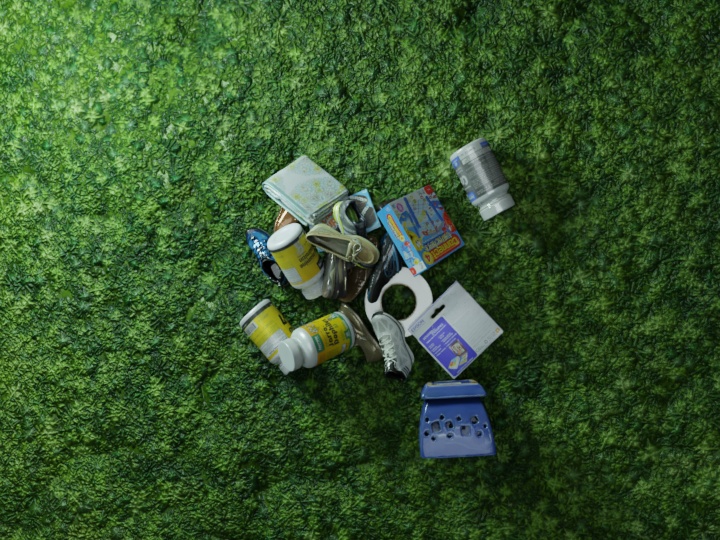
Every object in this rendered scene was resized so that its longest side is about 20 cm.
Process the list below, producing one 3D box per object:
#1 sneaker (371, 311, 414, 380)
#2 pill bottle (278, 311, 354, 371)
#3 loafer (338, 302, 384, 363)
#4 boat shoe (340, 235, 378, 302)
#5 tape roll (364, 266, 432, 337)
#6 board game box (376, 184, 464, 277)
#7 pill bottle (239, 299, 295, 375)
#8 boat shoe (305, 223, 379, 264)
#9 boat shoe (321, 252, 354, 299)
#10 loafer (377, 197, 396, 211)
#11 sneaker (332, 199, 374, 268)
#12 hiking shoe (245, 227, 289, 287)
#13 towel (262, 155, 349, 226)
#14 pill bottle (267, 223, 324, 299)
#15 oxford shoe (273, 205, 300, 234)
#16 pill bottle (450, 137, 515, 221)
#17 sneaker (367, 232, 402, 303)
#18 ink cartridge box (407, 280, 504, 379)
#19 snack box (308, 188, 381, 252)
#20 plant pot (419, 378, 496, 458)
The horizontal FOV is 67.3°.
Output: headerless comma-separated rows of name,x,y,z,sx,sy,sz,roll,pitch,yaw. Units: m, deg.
sneaker,0.086,0.216,1.484,0.075,0.116,0.202,-22,111,23
pill bottle,-0.121,0.197,1.482,0.198,0.112,0.115,-21,88,-35
loafer,-0.004,0.181,1.546,0.067,0.076,0.201,-37,86,-1
boat shoe,0.000,0.000,1.546,0.071,0.064,0.202,29,91,13
tape roll,0.110,0.091,1.551,0.199,0.037,0.207,0,91,6
board game box,0.167,-0.112,1.468,0.056,0.199,0.198,-33,87,47
pill bottle,-0.243,0.193,1.554,0.114,0.114,0.201,-41,87,5
boat shoe,-0.047,-0.062,1.424,0.198,0.063,0.074,26,122,9
boat shoe,-0.059,-0.006,1.494,0.072,0.075,0.203,17,59,-17
loafer,0.135,-0.127,1.527,0.071,0.073,0.200,-42,90,-5
sneaker,-0.011,-0.099,1.463,0.073,0.081,0.203,-28,93,-25
hiking shoe,-0.268,-0.045,1.567,0.074,0.087,0.201,-38,87,5
towel,-0.151,-0.224,1.519,0.199,0.048,0.171,40,56,17
pill bottle,-0.168,-0.022,1.516,0.111,0.112,0.202,-27,117,6
oxford shoe,-0.201,-0.134,1.557,0.070,0.071,0.204,9,93,36
pill bottle,0.336,-0.247,1.483,0.112,0.114,0.203,-27,87,6
sneaker,0.074,0.001,1.501,0.081,0.073,0.203,19,98,-8
ink cartridge box,0.265,0.164,1.520,0.198,0.043,0.200,-44,95,5
snack box,-0.050,-0.142,1.566,0.197,0.037,0.118,-22,88,6
plant pot,0.251,0.393,1.464,0.196,0.200,0.184,-4,83,6
